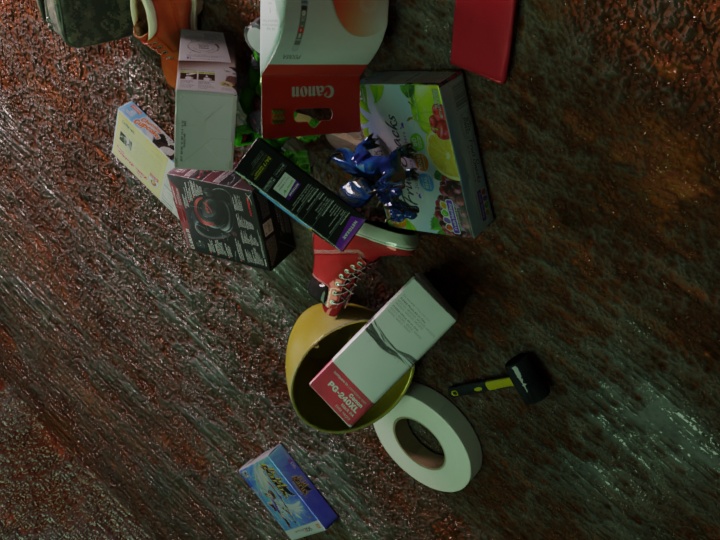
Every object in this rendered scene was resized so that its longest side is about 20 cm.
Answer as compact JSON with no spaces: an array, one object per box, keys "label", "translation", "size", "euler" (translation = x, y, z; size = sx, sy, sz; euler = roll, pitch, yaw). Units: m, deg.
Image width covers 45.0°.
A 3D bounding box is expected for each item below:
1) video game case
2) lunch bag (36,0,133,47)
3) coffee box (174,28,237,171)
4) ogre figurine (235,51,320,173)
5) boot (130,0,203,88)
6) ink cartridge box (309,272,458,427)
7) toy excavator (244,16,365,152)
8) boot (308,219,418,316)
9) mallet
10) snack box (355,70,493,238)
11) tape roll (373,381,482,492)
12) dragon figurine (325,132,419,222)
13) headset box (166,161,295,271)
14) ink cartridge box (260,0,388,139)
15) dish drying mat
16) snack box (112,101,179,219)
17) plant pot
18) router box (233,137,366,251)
[{"label":"video game case","translation":[-0.160,0.483,1.879],"size":[0.200,0.045,0.181],"euler":[52,143,0]},{"label":"lunch bag","translation":[-0.424,-0.453,1.294],"size":[0.168,0.139,0.201],"euler":[46,147,36]},{"label":"coffee box","translation":[-0.209,-0.235,1.178],"size":[0.200,0.079,0.113],"euler":[-102,18,-51]},{"label":"ogre figurine","translation":[-0.122,-0.209,1.195],"size":[0.200,0.098,0.120],"euler":[55,149,0]},{"label":"boot","translation":[-0.286,-0.337,1.261],"size":[0.075,0.107,0.201],"euler":[32,141,22]},{"label":"ink cartridge box","translation":[0.037,0.102,1.173],"size":[0.083,0.200,0.145],"euler":[45,-174,5]},{"label":"toy excavator","translation":[-0.042,-0.256,1.085],"size":[0.200,0.100,0.194],"euler":[42,145,-2]},{"label":"boot","translation":[0.000,0.000,1.216],"size":[0.200,0.072,0.145],"euler":[11,95,50]},{"label":"mallet","translation":[0.193,0.171,1.238],"size":[0.066,0.041,0.200],"euler":[55,148,2]},{"label":"snack box","translation":[0.077,-0.144,1.076],"size":[0.142,0.053,0.201],"euler":[12,129,44]},{"label":"tape roll","translation":[0.105,0.271,1.416],"size":[0.202,0.037,0.204],"euler":[28,138,28]},{"label":"dragon figurine","translation":[0.002,-0.116,1.051],"size":[0.199,0.099,0.059],"euler":[22,135,37]},{"label":"headset box","translation":[-0.214,-0.097,1.396],"size":[0.199,0.075,0.149],"euler":[13,130,31]},{"label":"ink cartridge box","translation":[-0.038,-0.250,0.968],"size":[0.050,0.162,0.201],"euler":[12,108,43]},{"label":"dish drying mat","translation":[0.134,-0.298,0.912],"size":[0.077,0.018,0.201],"euler":[30,140,29]},{"label":"snack box","translation":[-0.352,-0.187,1.517],"size":[0.200,0.037,0.116],"euler":[44,142,10]},{"label":"plant pot","translation":[-0.034,0.127,1.341],"size":[0.142,0.199,0.201],"euler":[-129,23,-54]},{"label":"router box","translation":[-0.067,-0.084,1.031],"size":[0.149,0.051,0.200],"euler":[37,-179,-1]}]
